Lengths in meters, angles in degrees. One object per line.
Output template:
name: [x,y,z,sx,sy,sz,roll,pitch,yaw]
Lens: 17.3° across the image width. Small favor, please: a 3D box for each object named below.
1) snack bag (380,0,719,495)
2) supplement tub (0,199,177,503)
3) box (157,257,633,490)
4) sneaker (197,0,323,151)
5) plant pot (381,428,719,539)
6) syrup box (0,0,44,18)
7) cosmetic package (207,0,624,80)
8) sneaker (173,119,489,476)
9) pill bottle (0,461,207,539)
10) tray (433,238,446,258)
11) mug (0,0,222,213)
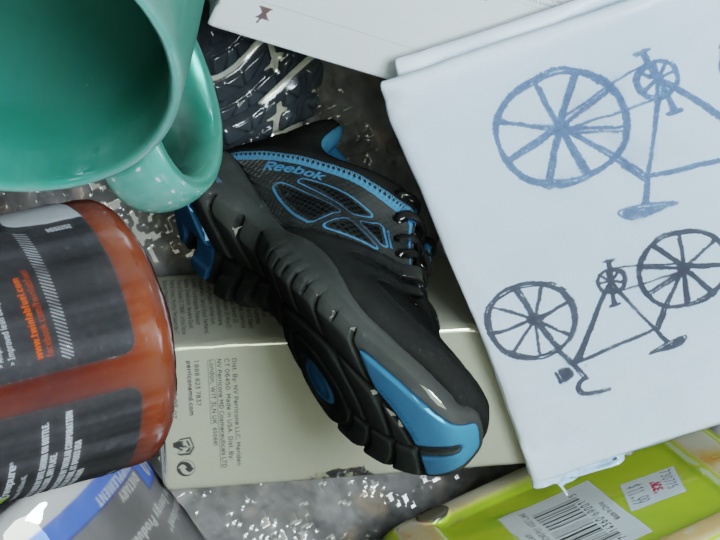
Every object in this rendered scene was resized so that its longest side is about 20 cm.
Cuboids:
snack bag: [0.126,-0.021,0.919,0.187,0.021,0.201,-19,117,8]
supplement tub: [-0.174,0.042,0.864,0.199,0.107,0.108,-13,101,-29]
box: [0.012,0.040,0.993,0.198,0.082,0.069,-3,112,-5]
sneaker: [-0.074,-0.125,0.973,0.077,0.086,0.201,-26,125,-22]
plant pot: [0.115,0.178,0.982,0.198,0.200,0.183,-22,107,-9]
syrup box: [-0.178,-0.180,0.934,0.081,0.079,0.201,-25,103,-7]
cosmetic package: [0.058,-0.137,0.892,0.198,0.052,0.152,16,118,-11]
sneaker: [0.000,0.000,0.908,0.081,0.200,0.074,-26,134,-17]
pill bottle: [-0.093,0.166,0.986,0.113,0.114,0.201,-37,104,-5]
tray: [0.105,-0.051,1.045,0.107,0.022,0.202,19,94,-15]
mug: [-0.127,-0.110,0.849,0.151,0.186,0.115,5,56,5]
